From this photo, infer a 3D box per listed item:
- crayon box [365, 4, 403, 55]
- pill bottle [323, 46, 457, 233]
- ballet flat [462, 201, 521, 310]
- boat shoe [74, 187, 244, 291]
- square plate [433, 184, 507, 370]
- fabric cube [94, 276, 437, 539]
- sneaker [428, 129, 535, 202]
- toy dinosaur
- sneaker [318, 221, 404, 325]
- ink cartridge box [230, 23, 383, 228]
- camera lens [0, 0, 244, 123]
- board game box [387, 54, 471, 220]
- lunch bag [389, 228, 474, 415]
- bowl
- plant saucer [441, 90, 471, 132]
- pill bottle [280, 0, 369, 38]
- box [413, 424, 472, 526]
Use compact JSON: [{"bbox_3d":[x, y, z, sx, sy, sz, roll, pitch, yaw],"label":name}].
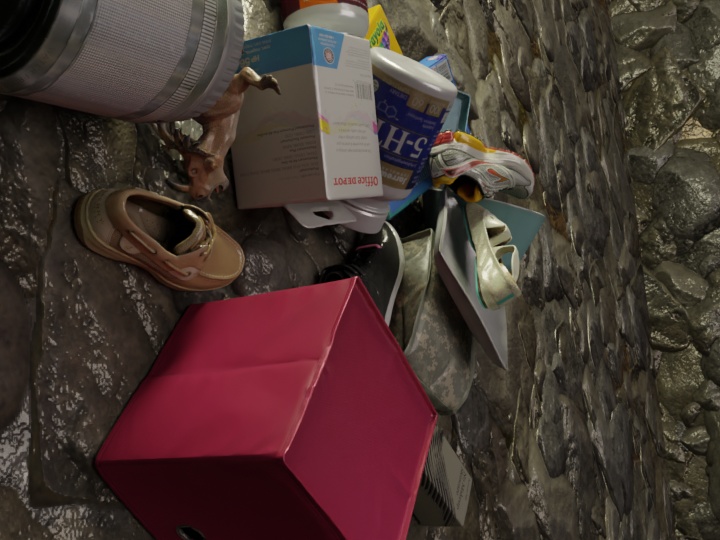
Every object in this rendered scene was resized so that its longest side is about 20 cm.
[{"bbox_3d":[0.020,-0.287,1.158,0.201,0.050,0.128,59,36,-32],"label":"crayon box"},{"bbox_3d":[0.025,-0.154,0.983,0.119,0.119,0.202,-18,137,-60],"label":"pill bottle"},{"bbox_3d":[0.183,-0.028,1.095,0.068,0.062,0.202,49,27,-39],"label":"ballet flat"},{"bbox_3d":[-0.166,-0.026,0.744,0.199,0.064,0.073,20,65,-57],"label":"boat shoe"},{"bbox_3d":[0.148,0.008,1.099,0.201,0.028,0.199,59,21,-23],"label":"square plate"},{"bbox_3d":[-0.071,0.153,0.726,0.198,0.197,0.201,61,35,-32],"label":"fabric cube"},{"bbox_3d":[0.168,-0.130,1.138,0.198,0.077,0.084,13,77,-35],"label":"sneaker"},{"bbox_3d":[-0.165,-0.183,0.787,0.202,0.134,0.086,59,-9,5],"label":"toy dinosaur"},{"bbox_3d":[0.000,0.000,1.023,0.099,0.070,0.203,46,44,-43],"label":"sneaker"},{"bbox_3d":[-0.062,-0.149,0.891,0.128,0.123,0.204,-11,98,-59],"label":"ink cartridge box"},{"bbox_3d":[-0.206,-0.205,0.629,0.199,0.158,0.163,0,81,-60],"label":"camera lens"},{"bbox_3d":[0.067,-0.187,1.123,0.199,0.045,0.154,-38,119,-31],"label":"board game box"},{"bbox_3d":[0.082,0.079,1.098,0.164,0.116,0.202,48,39,-41],"label":"lunch bag"},{"bbox_3d":[0.182,-0.055,1.266,0.200,0.198,0.107,12,91,-58],"label":"bowl"},{"bbox_3d":[0.073,-0.226,1.082,0.198,0.019,0.071,10,89,-41],"label":"plant saucer"},{"bbox_3d":[-0.046,-0.340,0.999,0.109,0.108,0.204,3,79,-60],"label":"pill bottle"},{"bbox_3d":[0.081,0.261,1.092,0.201,0.067,0.083,56,38,-35],"label":"box"}]
